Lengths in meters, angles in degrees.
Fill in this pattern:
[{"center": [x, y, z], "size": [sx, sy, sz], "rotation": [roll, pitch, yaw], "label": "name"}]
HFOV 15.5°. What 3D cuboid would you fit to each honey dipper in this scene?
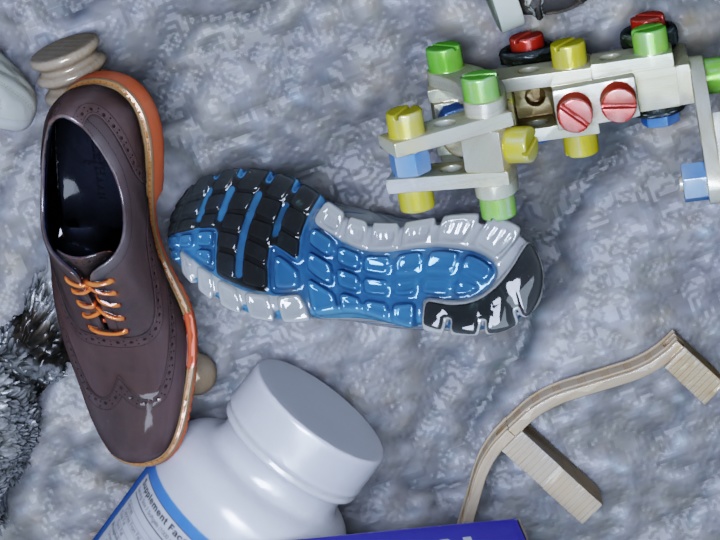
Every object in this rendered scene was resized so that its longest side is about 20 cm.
[{"center": [-0.118, -0.024, 1.356], "size": [0.038, 0.038, 0.201], "rotation": [-17, 111, 5], "label": "honey dipper"}]

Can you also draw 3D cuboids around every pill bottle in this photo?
[{"center": [-0.077, 0.148, 1.372], "size": [0.112, 0.112, 0.200], "rotation": [35, 104, -12], "label": "pill bottle"}]

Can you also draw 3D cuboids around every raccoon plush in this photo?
[{"center": [-0.208, 0.083, 1.335], "size": [0.096, 0.134, 0.201], "rotation": [23, 107, -7], "label": "raccoon plush"}]

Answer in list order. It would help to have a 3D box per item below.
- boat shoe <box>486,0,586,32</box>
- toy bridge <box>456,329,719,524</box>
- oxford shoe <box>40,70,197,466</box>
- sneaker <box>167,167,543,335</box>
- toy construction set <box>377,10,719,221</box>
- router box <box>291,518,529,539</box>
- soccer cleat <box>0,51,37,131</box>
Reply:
[{"center": [0.068, -0.217, 1.276], "size": [0.060, 0.072, 0.202], "rotation": [-17, 115, 0], "label": "boat shoe"}, {"center": [0.099, 0.105, 1.404], "size": [0.067, 0.027, 0.200], "rotation": [42, 103, -13], "label": "toy bridge"}, {"center": [-0.128, 0.007, 1.296], "size": [0.071, 0.073, 0.201], "rotation": [-5, 105, 17], "label": "oxford shoe"}, {"center": [0.000, 0.000, 1.345], "size": [0.199, 0.087, 0.075], "rotation": [12, 86, 14], "label": "sneaker"}, {"center": [0.110, -0.072, 1.288], "size": [0.199, 0.131, 0.093], "rotation": [6, 110, 2], "label": "toy construction set"}, {"center": [-0.011, 0.222, 1.330], "size": [0.199, 0.049, 0.180], "rotation": [-4, 116, -10], "label": "router box"}, {"center": [-0.237, -0.140, 1.298], "size": [0.200, 0.069, 0.078], "rotation": [34, 102, -8], "label": "soccer cleat"}]
